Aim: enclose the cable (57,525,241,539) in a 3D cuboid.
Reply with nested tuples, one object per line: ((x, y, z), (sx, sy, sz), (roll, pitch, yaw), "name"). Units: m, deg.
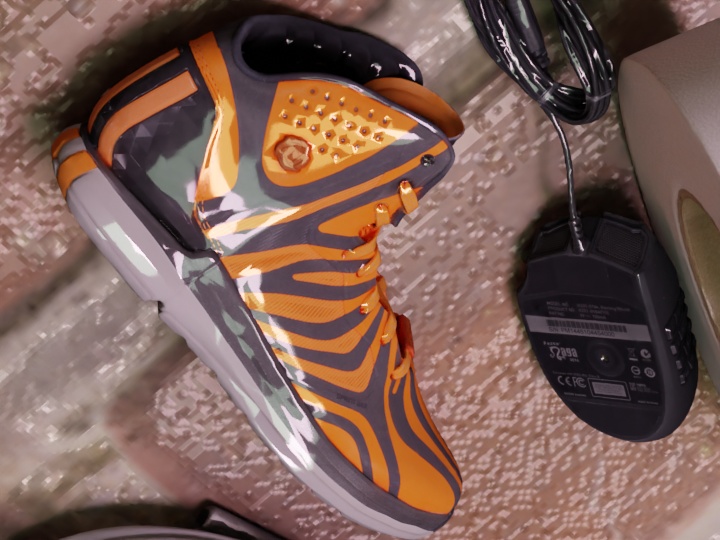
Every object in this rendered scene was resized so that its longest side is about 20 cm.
((-0.072, 0.182, 0.904), (0.200, 0.069, 0.200), (15, 119, -16), "cable")

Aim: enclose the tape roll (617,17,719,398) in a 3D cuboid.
((0.138, 0.018, 0.797), (0.037, 0.203, 0.203), (-23, 123, -2), "tape roll")

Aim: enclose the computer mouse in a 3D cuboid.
((0.077, -0.027, 0.853), (0.034, 0.059, 0.200), (-45, 130, -40), "computer mouse")

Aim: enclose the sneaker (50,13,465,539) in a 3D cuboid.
((0.000, 0.000, 0.820), (0.112, 0.078, 0.200), (-36, 123, 8), "sneaker")

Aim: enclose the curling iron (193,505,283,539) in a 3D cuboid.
((0.012, 0.145, 0.940), (0.050, 0.026, 0.200), (-44, 121, 10), "curling iron")
